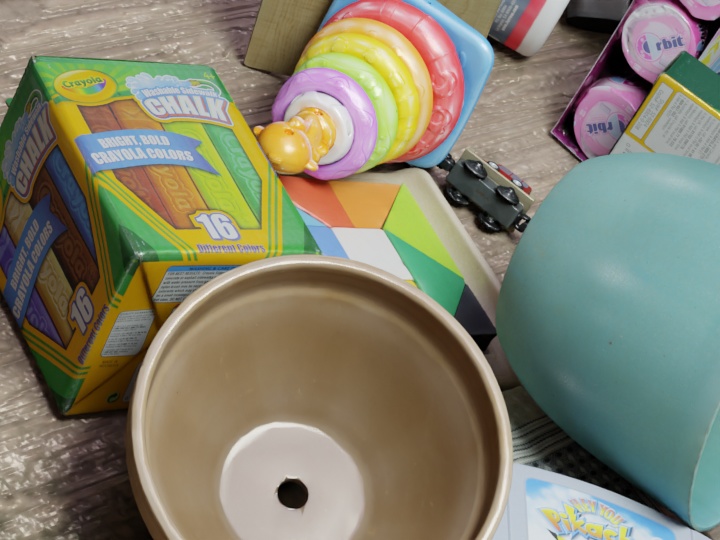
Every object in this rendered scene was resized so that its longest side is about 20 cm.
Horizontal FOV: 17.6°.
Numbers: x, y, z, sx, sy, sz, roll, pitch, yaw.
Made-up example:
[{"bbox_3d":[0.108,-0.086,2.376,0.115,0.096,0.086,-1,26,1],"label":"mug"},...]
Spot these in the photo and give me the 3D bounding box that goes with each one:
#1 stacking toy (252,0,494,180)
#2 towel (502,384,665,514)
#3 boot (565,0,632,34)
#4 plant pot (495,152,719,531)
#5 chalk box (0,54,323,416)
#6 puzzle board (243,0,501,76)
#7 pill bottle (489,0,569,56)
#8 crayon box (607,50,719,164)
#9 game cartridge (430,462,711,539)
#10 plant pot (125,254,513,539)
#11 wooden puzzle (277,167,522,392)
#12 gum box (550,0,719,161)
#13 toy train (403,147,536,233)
[{"bbox_3d":[-0.011,-0.098,1.429,0.116,0.110,0.200,34,32,9],"label":"stacking toy"},{"bbox_3d":[0.097,0.144,1.318,0.199,0.035,0.193,-12,54,-42],"label":"towel"},{"bbox_3d":[0.257,-0.273,1.770,0.187,0.202,0.068,9,-8,12],"label":"boot"},{"bbox_3d":[0.176,0.024,1.351,0.160,0.202,0.200,29,33,24],"label":"plant pot"},{"bbox_3d":[-0.132,-0.037,1.291,0.124,0.124,0.201,-2,48,-38],"label":"chalk box"},{"bbox_3d":[0.019,-0.194,1.498,0.149,0.201,0.017,12,43,-9],"label":"puzzle board"},{"bbox_3d":[0.069,-0.254,1.690,0.199,0.120,0.120,30,36,-1],"label":"pill bottle"},{"bbox_3d":[0.259,-0.037,1.566,0.199,0.126,0.052,37,36,8],"label":"crayon box"},{"bbox_3d":[0.125,0.171,1.254,0.199,0.041,0.134,20,31,-14],"label":"game cartridge"},{"bbox_3d":[-0.028,0.102,1.205,0.199,0.093,0.202,7,62,-13],"label":"plant pot"},{"bbox_3d":[0.000,0.000,1.415,0.199,0.037,0.186,-3,49,-37],"label":"wooden puzzle"},{"bbox_3d":[0.228,-0.165,1.629,0.066,0.201,0.113,41,36,14],"label":"gum box"},{"bbox_3d":[0.089,-0.050,1.542,0.199,0.034,0.046,37,24,10],"label":"toy train"}]
